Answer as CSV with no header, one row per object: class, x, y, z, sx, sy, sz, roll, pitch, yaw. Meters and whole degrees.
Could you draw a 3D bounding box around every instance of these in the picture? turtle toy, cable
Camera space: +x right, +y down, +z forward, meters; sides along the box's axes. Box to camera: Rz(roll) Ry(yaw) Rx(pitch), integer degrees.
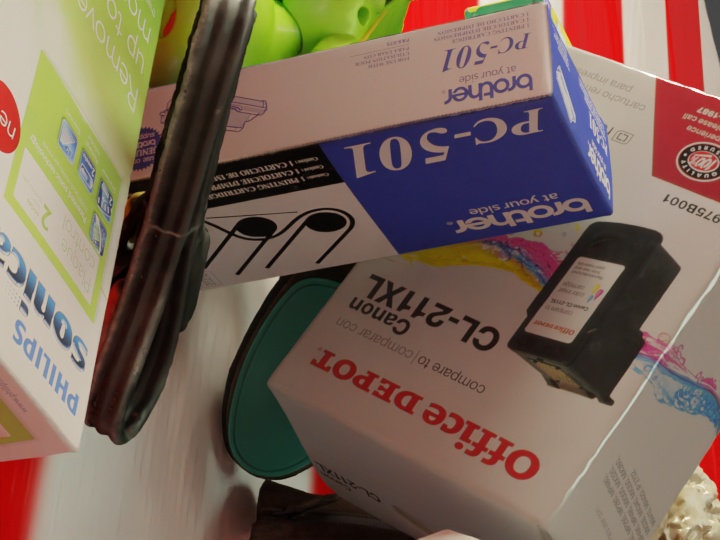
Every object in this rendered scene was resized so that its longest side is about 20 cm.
turtle toy,-0.036,-0.109,0.853,0.147,0.101,0.200,-62,172,17
cable,-0.077,-0.014,0.657,0.201,0.050,0.098,107,1,-57

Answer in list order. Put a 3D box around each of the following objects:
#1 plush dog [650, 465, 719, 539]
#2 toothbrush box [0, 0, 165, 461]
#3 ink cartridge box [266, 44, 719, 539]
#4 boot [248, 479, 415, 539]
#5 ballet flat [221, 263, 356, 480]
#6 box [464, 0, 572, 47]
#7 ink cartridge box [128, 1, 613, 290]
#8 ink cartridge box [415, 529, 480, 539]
plush dog,0.087,0.124,0.980,0.161,0.198,0.173,99,14,-56
toothbrush box,-0.134,-0.062,0.576,0.146,0.085,0.201,61,28,-45
ink cartridge box,0.081,0.019,0.795,0.201,0.145,0.083,-53,144,-20
boot,0.031,0.151,0.807,0.200,0.164,0.073,-93,-168,-71
ballet flat,0.000,0.000,0.871,0.201,0.068,0.068,-62,-177,9
box,0.106,-0.037,1.003,0.200,0.048,0.118,54,31,-56
ink cartridge box,-0.009,-0.043,0.760,0.094,0.198,0.045,51,33,-56
ink cartridge box,0.006,0.176,0.648,0.125,0.198,0.130,5,-71,67
